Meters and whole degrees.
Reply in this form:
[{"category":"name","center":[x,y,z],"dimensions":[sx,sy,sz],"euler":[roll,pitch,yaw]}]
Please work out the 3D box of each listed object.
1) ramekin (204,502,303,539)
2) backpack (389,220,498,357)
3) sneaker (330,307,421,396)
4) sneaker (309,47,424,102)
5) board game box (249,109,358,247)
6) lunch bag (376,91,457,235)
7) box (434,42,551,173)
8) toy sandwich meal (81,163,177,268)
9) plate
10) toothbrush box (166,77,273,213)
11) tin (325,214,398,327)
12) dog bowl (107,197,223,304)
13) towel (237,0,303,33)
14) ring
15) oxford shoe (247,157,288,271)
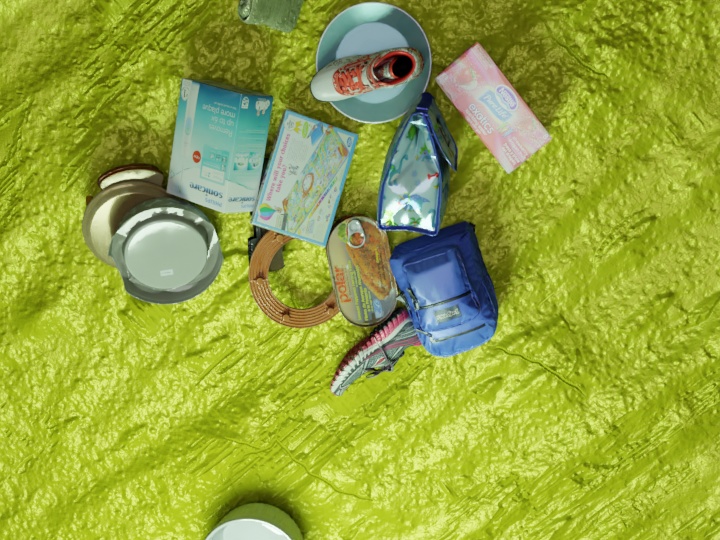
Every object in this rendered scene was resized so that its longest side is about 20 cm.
[{"category":"ramekin","center":[-0.195,0.534,1.869],"dimensions":[0.198,0.105,0.202],"euler":[1,103,6]},{"category":"backpack","center":[0.143,0.046,1.698],"dimensions":[0.161,0.168,0.202],"euler":[-17,104,16]},{"category":"sneaker","center":[0.025,0.158,1.776],"dimensions":[0.200,0.081,0.075],"euler":[-42,97,12]},{"category":"sneaker","center":[0.005,-0.323,1.634],"dimensions":[0.199,0.108,0.068],"euler":[-12,101,9]},{"category":"board game box","center":[-0.096,-0.156,1.701],"dimensions":[0.133,0.034,0.202],"euler":[18,88,-15]},{"category":"lunch bag","center":[0.096,-0.180,1.639],"dimensions":[0.126,0.170,0.202],"euler":[5,111,5]},{"category":"box","center":[0.218,-0.270,1.651],"dimensions":[0.094,0.103,0.200],"euler":[-38,95,12]},{"category":"toy sandwich meal","center":[-0.402,-0.093,1.770],"dimensions":[0.203,0.070,0.207],"euler":[-7,126,-9]},{"category":"plate","center":[0.023,-0.352,1.694],"dimensions":[0.198,0.026,0.202],"euler":[1,102,5]},{"category":"toothbrush box","center":[-0.240,-0.212,1.692],"dimensions":[0.146,0.085,0.202],"euler":[21,108,33]},{"category":"tin","center":[0.000,0.000,1.747],"dimensions":[0.111,0.042,0.202],"euler":[-15,107,-14]},{"category":"dog bowl","center":[-0.340,-0.038,1.743],"dimensions":[0.198,0.059,0.202],"euler":[-6,126,-9]},{"category":"towel","center":[-0.128,-0.494,1.625],"dimensions":[0.036,0.148,0.202],"euler":[24,105,27]},{"category":"ring","center":[-0.098,0.006,1.751],"dimensions":[0.198,0.019,0.203],"euler":[-5,106,-17]},{"category":"oxford shoe","center":[-0.154,-0.098,1.754],"dimensions":[0.084,0.073,0.202],"euler":[0,105,-11]}]
